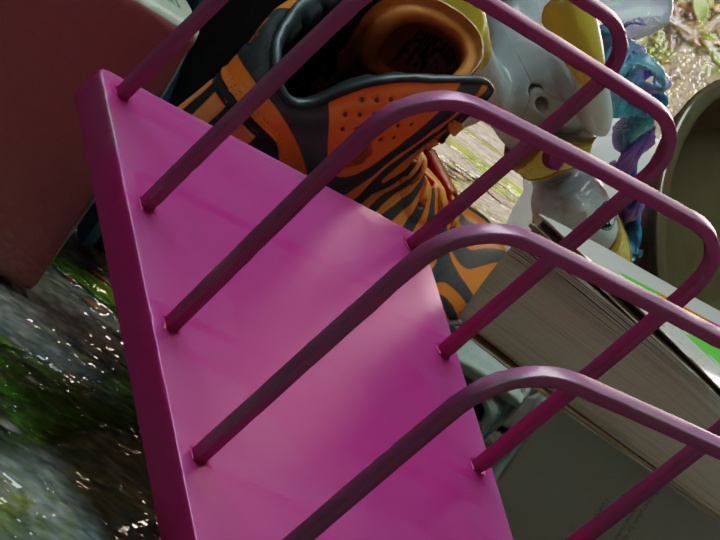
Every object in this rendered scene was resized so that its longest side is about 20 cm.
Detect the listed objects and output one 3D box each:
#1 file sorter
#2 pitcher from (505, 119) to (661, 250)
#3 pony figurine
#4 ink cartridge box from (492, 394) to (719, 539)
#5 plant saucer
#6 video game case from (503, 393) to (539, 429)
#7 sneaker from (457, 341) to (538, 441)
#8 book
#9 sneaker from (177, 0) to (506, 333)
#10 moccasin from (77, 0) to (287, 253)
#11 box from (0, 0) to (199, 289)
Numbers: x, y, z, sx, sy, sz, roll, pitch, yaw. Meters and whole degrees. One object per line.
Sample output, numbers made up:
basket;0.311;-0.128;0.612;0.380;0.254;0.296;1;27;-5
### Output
file sorter;0.024;0.008;0.735;0.139;0.125;0.200;26;34;-38
pitcher;0.112;-0.030;1.247;0.172;0.121;0.200;58;9;-14
pony figurine;0.051;-0.091;1.034;0.200;0.166;0.193;64;2;-53
ink cartridge box;0.140;0.116;0.969;0.200;0.068;0.116;34;9;2
plant saucer;0.173;0.016;1.142;0.029;0.201;0.200;-14;-25;37
video game case;0.000;0.000;1.230;0.182;0.024;0.200;31;9;-17
sneaker;0.034;0.040;1.029;0.080;0.071;0.200;44;20;27
book;0.134;0.055;0.939;0.134;0.048;0.200;42;11;28
sneaker;0.015;-0.036;0.903;0.078;0.112;0.200;53;22;25
moccasin;-0.042;-0.075;0.942;0.068;0.200;0.081;14;43;-23
box;-0.170;-0.101;0.883;0.200;0.109;0.128;30;11;-21
